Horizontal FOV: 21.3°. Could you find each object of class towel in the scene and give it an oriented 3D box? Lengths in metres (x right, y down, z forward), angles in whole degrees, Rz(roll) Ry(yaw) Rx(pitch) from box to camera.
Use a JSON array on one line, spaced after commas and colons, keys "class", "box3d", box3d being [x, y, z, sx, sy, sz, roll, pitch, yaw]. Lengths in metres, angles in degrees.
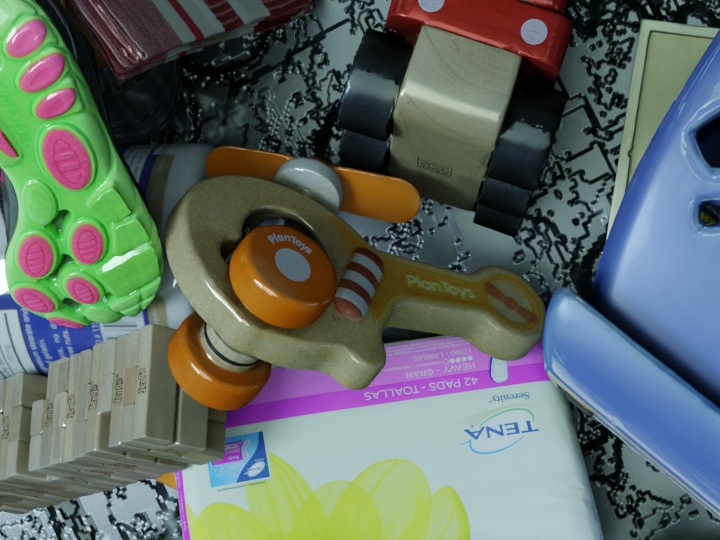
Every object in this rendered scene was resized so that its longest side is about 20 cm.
[{"class": "towel", "box3d": [-0.103, -0.168, 0.918, 0.023, 0.200, 0.144, -37, 88, 28]}]

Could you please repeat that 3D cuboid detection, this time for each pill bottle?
[{"class": "pill bottle", "box3d": [-0.168, -0.003, 0.979, 0.199, 0.120, 0.120, -1, 94, 10]}]

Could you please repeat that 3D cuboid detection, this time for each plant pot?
[{"class": "plant pot", "box3d": [0.188, 0.020, 0.840, 0.200, 0.200, 0.180, 39, 91, 7]}]

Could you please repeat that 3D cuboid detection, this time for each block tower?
[{"class": "block tower", "box3d": [-0.139, 0.077, 0.937, 0.200, 0.054, 0.058, -18, 63, 48]}]

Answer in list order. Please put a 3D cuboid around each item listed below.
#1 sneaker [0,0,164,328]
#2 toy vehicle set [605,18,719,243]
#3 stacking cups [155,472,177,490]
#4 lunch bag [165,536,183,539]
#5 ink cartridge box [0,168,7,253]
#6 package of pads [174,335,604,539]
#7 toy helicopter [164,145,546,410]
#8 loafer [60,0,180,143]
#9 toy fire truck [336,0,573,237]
[{"class": "sneaker", "box3d": [-0.131, -0.055, 0.845, 0.076, 0.084, 0.201, -6, 132, 3]}, {"class": "toy vehicle set", "box3d": [0.187, -0.019, 0.962, 0.124, 0.027, 0.201, 9, 96, 9]}, {"class": "stacking cups", "box3d": [-0.057, 0.105, 1.004, 0.199, 0.060, 0.061, 25, 98, 12]}, {"class": "lunch bag", "box3d": [-0.145, 0.238, 0.991, 0.199, 0.117, 0.165, -18, 92, 34]}, {"class": "ink cartridge box", "box3d": [-0.201, -0.111, 0.927, 0.067, 0.200, 0.116, -7, 130, 5]}, {"class": "package of pads", "box3d": [0.012, 0.115, 0.927, 0.199, 0.068, 0.155, -9, 60, -5]}, {"class": "toy helicopter", "box3d": [0.000, 0.000, 0.895, 0.199, 0.133, 0.079, 12, 135, -30]}, {"class": "loafer", "box3d": [-0.126, -0.168, 0.961, 0.072, 0.072, 0.201, -12, 72, -1]}, {"class": "toy fire truck", "box3d": [0.080, -0.129, 0.909, 0.128, 0.176, 0.201, 18, 81, 3]}]
